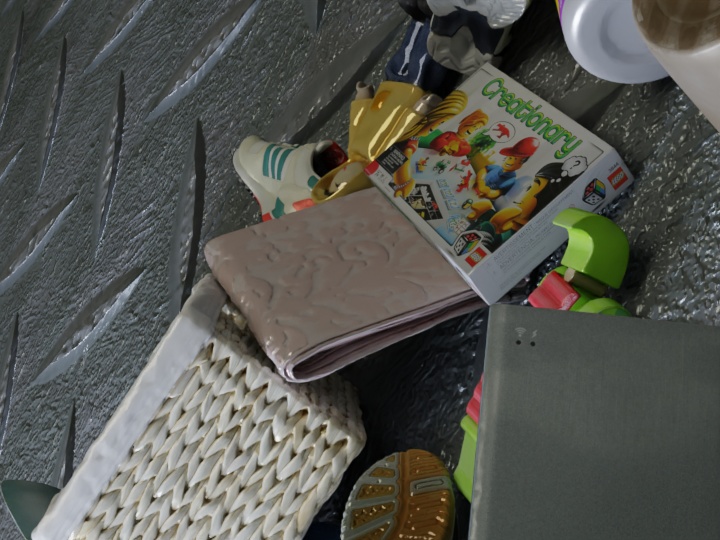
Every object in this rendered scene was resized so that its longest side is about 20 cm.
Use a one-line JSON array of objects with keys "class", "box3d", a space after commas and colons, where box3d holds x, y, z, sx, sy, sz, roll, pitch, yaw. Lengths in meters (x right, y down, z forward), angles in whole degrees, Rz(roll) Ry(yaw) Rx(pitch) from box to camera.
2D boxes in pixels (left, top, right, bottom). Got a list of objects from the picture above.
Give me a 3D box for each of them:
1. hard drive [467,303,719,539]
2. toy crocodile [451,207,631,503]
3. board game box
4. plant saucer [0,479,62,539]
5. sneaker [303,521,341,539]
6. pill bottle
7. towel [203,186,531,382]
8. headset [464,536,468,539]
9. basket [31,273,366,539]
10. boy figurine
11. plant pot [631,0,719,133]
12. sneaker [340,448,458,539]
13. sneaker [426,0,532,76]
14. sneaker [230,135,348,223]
[{"class": "hard drive", "box3d": [0.128, 0.122, 0.753, 0.033, 0.137, 0.203, 86, -170, -65]}, {"class": "toy crocodile", "box3d": [0.110, 0.057, 0.893, 0.202, 0.061, 0.068, -61, 29, 13]}, {"class": "board game box", "box3d": [0.090, -0.066, 0.995, 0.126, 0.035, 0.200, -41, 32, 0]}, {"class": "plant saucer", "box3d": [-0.239, 0.252, 1.256, 0.039, 0.202, 0.201, -39, 29, -6]}, {"class": "sneaker", "box3d": [-0.026, 0.227, 0.980, 0.079, 0.088, 0.200, -63, 24, 8]}, {"class": "pill bottle", "box3d": [0.170, -0.226, 0.941, 0.104, 0.103, 0.202, -44, 37, 36]}, {"class": "towel", "box3d": [0.000, 0.000, 1.025, 0.200, 0.189, 0.033, -133, 29, -58]}, {"class": "headset", "box3d": [0.097, 0.170, 0.805, 0.123, 0.093, 0.202, -12, 49, 57]}, {"class": "basket", "box3d": [-0.108, 0.132, 1.042, 0.201, 0.160, 0.198, -57, 5, 5]}, {"class": "boy figurine", "box3d": [0.021, -0.128, 1.175, 0.202, 0.064, 0.124, -63, 31, 3]}, {"class": "plant pot", "box3d": [0.233, -0.124, 0.692, 0.200, 0.172, 0.202, -38, 40, 41]}, {"class": "sneaker", "box3d": [0.033, 0.209, 0.896, 0.075, 0.088, 0.202, -12, 43, 11]}, {"class": "sneaker", "box3d": [0.104, -0.237, 1.043, 0.199, 0.078, 0.131, 79, -148, -71]}, {"class": "sneaker", "box3d": [-0.052, -0.083, 1.282, 0.093, 0.070, 0.200, -43, 31, 8]}]
